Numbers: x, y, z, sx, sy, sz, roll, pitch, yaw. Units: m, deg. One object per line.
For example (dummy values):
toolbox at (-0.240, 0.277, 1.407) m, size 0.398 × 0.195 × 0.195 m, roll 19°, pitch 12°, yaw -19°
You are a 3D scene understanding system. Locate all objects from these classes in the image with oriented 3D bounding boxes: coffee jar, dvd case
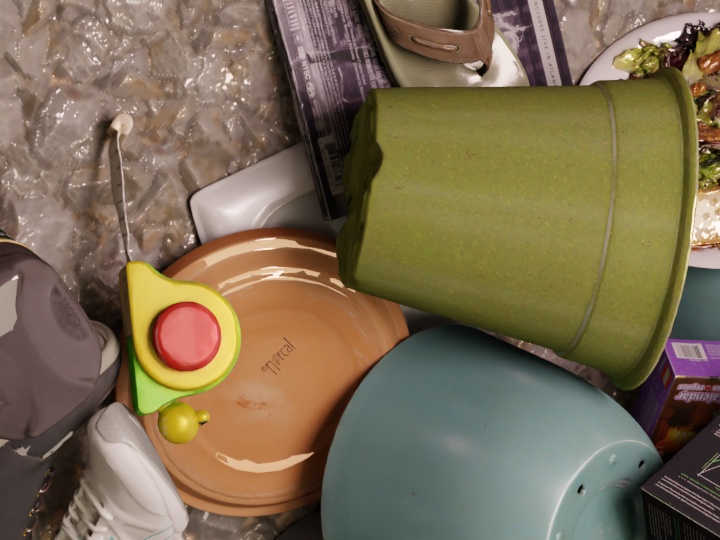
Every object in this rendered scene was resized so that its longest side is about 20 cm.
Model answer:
coffee jar at (-0.220, 0.016, 1.172) m, size 0.085 × 0.200 × 0.105 m, roll -39°, pitch 124°, yaw -14°
dvd case at (0.045, -0.134, 1.376) m, size 0.199 × 0.016 × 0.150 m, roll -20°, pitch 103°, yaw -23°

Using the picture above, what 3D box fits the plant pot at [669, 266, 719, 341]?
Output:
plant pot at (0.282, 0.009, 1.509) m, size 0.199 × 0.161 × 0.202 m, roll -11°, pitch 113°, yaw -27°

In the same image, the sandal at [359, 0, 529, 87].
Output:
sandal at (0.044, -0.164, 1.329) m, size 0.080 × 0.057 × 0.201 m, roll -44°, pitch 118°, yaw -16°

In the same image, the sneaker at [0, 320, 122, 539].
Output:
sneaker at (-0.213, 0.122, 1.304) m, size 0.200 × 0.075 × 0.106 m, roll -39°, pitch 129°, yaw -4°

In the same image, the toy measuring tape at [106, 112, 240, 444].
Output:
toy measuring tape at (-0.111, 0.004, 1.287) m, size 0.073 × 0.073 × 0.202 m, roll -3°, pitch 84°, yaw -31°

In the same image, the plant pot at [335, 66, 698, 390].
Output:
plant pot at (0.086, -0.038, 1.302) m, size 0.188 × 0.200 × 0.202 m, roll 8°, pitch 105°, yaw -7°

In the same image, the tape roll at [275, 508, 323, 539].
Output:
tape roll at (0.002, 0.264, 1.488) m, size 0.199 × 0.066 × 0.202 m, roll -11°, pitch 112°, yaw -28°

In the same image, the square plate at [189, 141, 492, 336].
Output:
square plate at (0.000, 0.000, 1.411) m, size 0.197 × 0.028 × 0.201 m, roll -27°, pitch 120°, yaw -22°

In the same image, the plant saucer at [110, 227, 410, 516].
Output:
plant saucer at (-0.061, 0.071, 1.369) m, size 0.199 × 0.032 × 0.202 m, roll -7°, pitch 115°, yaw -16°

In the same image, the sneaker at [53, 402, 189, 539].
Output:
sneaker at (-0.150, 0.157, 1.318) m, size 0.080 × 0.071 × 0.201 m, roll -23°, pitch 145°, yaw -13°

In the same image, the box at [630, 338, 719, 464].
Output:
box at (0.279, 0.113, 1.440) m, size 0.198 × 0.039 × 0.138 m, roll 3°, pitch 131°, yaw -15°

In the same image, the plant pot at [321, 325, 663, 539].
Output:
plant pot at (0.102, 0.151, 1.364) m, size 0.200 × 0.160 × 0.202 m, roll -14°, pitch 111°, yaw -42°

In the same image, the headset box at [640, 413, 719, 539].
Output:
headset box at (0.280, 0.154, 1.337) m, size 0.200 × 0.093 × 0.175 m, roll -38°, pitch 137°, yaw -26°

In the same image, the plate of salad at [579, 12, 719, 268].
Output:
plate of salad at (0.239, -0.095, 1.433) m, size 0.200 × 0.200 × 0.048 m, roll -38°, pitch 157°, yaw -14°
